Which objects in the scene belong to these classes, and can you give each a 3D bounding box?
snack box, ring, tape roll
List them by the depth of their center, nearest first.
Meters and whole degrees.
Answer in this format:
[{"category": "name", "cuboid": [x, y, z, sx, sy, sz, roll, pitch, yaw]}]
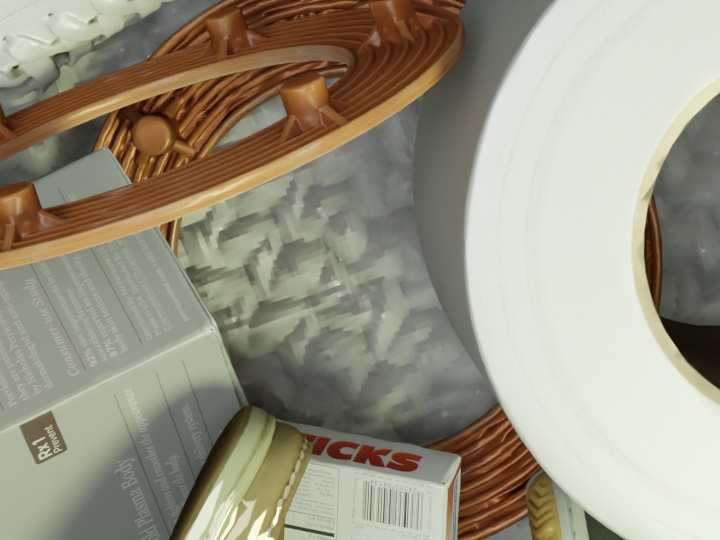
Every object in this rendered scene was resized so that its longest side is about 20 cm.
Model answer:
[{"category": "ring", "cuboid": [-0.066, -0.044, 0.767, 0.200, 0.201, 0.019, -15, 107, 11]}, {"category": "tape roll", "cuboid": [0.121, -0.021, 0.781, 0.202, 0.139, 0.204, -1, 99, -5]}, {"category": "ring", "cuboid": [0.000, 0.000, 0.877, 0.200, 0.019, 0.201, 1, 98, 9]}, {"category": "snack box", "cuboid": [-0.065, 0.078, 0.880, 0.199, 0.024, 0.072, 10, 120, 16]}]

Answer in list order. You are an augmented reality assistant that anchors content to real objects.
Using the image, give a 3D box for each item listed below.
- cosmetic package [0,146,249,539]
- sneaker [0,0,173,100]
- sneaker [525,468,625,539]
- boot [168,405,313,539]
[{"category": "cosmetic package", "cuboid": [-0.138, 0.059, 0.797, 0.200, 0.107, 0.090, -30, 57, -9]}, {"category": "sneaker", "cuboid": [-0.101, -0.097, 0.853, 0.199, 0.076, 0.081, -3, 88, 19]}, {"category": "sneaker", "cuboid": [0.122, 0.139, 0.863, 0.087, 0.076, 0.200, -25, 107, 10]}, {"category": "boot", "cuboid": [0.001, 0.149, 0.783, 0.154, 0.072, 0.201, 16, 105, 4]}]
